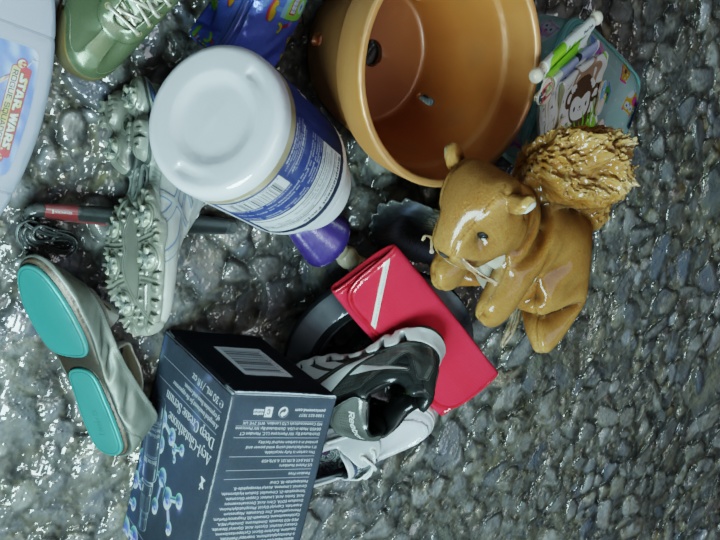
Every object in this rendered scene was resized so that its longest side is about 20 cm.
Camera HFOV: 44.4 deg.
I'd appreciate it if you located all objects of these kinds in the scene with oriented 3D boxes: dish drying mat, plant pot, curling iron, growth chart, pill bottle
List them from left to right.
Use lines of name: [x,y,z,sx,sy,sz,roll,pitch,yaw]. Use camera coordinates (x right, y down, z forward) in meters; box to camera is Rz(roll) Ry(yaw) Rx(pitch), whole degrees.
curling iron: [-0.193,-0.036,0.743,0.197,0.026,0.050,-7,131,-39]
pill bottle: [-0.074,-0.092,0.708,0.113,0.110,0.200,-64,161,0]
plant pot: [0.042,-0.188,0.786,0.197,0.139,0.204,-12,112,-32]
dish drying mat: [0.056,0.063,0.844,0.076,0.018,0.201,-36,122,6]
growth chart: [0.208,-0.146,0.856,0.145,0.018,0.202,-47,141,-29]

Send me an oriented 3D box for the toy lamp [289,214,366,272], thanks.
toy lamp: [0.000,0.000,0.874,0.059,0.058,0.200,-54,128,-8]

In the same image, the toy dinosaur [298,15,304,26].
toy dinosaur: [-0.067,-0.308,0.728,0.087,0.047,0.204,-10,114,-40]

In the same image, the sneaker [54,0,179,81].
sneaker: [-0.155,-0.230,0.659,0.067,0.089,0.202,35,84,-39]

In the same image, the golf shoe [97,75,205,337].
golf shoe: [-0.152,-0.049,0.709,0.096,0.077,0.205,5,83,-49]

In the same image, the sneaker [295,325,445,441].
sneaker: [-0.013,0.120,0.811,0.197,0.091,0.067,-23,123,18]

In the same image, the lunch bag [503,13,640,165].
lunch bag: [0.222,-0.167,0.947,0.198,0.076,0.163,21,88,-48]

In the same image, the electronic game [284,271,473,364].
electronic game: [0.020,0.085,0.889,0.196,0.042,0.203,-7,125,-10]

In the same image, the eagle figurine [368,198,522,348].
eagle figurine: [0.119,-0.050,0.919,0.199,0.151,0.153,38,37,-9]

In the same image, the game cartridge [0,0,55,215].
game cartridge: [-0.294,-0.129,0.629,0.131,0.041,0.204,14,97,-34]

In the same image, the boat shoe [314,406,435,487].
boat shoe: [-0.015,0.179,0.874,0.196,0.069,0.073,-7,125,-12]

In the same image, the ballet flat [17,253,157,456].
ballet flat: [-0.224,0.063,0.739,0.064,0.066,0.203,-48,133,-47]

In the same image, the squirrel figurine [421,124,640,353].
squirrel figurine: [0.137,-0.054,0.747,0.200,0.142,0.186,-46,144,2]

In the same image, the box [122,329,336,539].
box: [-0.122,0.175,0.786,0.106,0.148,0.204,7,101,-36]

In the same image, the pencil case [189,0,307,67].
pencil case: [-0.065,-0.246,0.684,0.202,0.077,0.087,-60,173,25]
